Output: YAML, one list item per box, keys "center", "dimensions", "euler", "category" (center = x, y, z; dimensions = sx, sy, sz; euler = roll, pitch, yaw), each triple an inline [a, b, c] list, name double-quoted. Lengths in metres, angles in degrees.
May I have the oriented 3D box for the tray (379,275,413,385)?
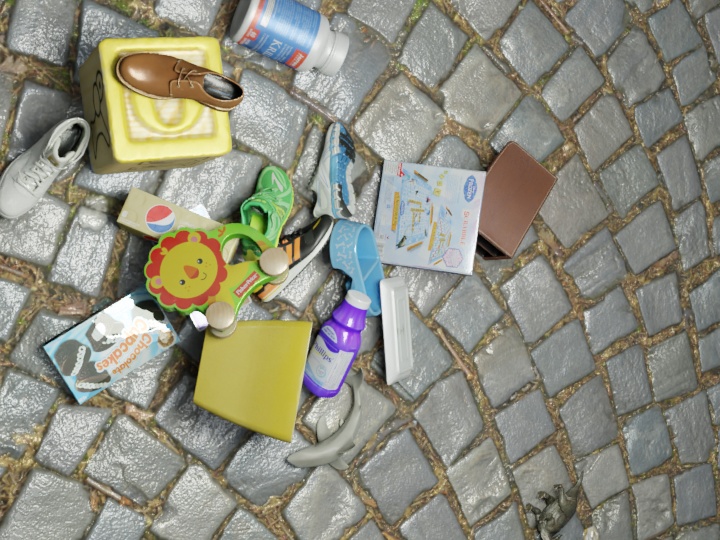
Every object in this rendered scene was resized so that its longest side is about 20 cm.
- center: [0.074, 0.113, 1.813]
  dimensions: [0.107, 0.022, 0.201]
  euler: [-9, 95, -64]
  category: "tray"

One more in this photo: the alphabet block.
- center: [-0.341, -0.267, 1.549]
  dimensions: [0.195, 0.200, 0.196]
  euler: [-10, 95, -25]
  category: "alphabet block"

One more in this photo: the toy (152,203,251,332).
- center: [-0.277, -0.006, 1.664]
  dimensions: [0.115, 0.047, 0.201]
  euler: [-30, 103, -24]
  category: "toy"

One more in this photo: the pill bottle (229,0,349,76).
- center: [-0.125, -0.427, 1.701]
  dimensions: [0.199, 0.112, 0.113]
  euler: [20, 82, -23]
  category: "pill bottle"

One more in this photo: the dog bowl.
- center: [0.000, 0.000, 1.749]
  dimensions: [0.112, 0.049, 0.201]
  euler: [-53, 136, -53]
  category: "dog bowl"

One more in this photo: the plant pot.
- center: [-0.186, 0.174, 1.628]
  dimensions: [0.175, 0.200, 0.201]
  euler: [10, 85, -3]
  category: "plant pot"

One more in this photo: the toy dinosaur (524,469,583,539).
- center: [0.414, 0.509, 1.994]
  dimensions: [0.102, 0.077, 0.200]
  euler: [46, 67, -31]
  category: "toy dinosaur"

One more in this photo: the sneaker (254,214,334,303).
- center: [-0.135, -0.038, 1.698]
  dimensions: [0.090, 0.070, 0.200]
  euler: [41, 95, -14]
  category: "sneaker"

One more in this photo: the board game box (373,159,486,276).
- center: [0.130, -0.100, 1.808]
  dimensions: [0.198, 0.041, 0.201]
  euler: [9, 86, 9]
  category: "board game box"

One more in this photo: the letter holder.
- center: [0.277, -0.143, 1.902]
  dimensions: [0.142, 0.100, 0.201]
  euler: [37, 75, -19]
  category: "letter holder"

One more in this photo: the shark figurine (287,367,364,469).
- center: [-0.026, 0.297, 1.765]
  dimensions: [0.128, 0.089, 0.215]
  euler: [37, 77, -22]
  category: "shark figurine"

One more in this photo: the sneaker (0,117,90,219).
- center: [-0.512, -0.169, 1.515]
  dimensions: [0.074, 0.115, 0.200]
  euler: [40, 75, -22]
  category: "sneaker"

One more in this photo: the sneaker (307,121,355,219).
- center: [-0.061, -0.184, 1.757]
  dimensions: [0.075, 0.086, 0.201]
  euler: [33, 51, -49]
  category: "sneaker"

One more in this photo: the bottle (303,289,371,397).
- center: [-0.041, 0.132, 1.719]
  dimensions: [0.065, 0.084, 0.201]
  euler: [7, 116, -44]
  category: "bottle"

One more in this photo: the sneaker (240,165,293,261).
- center: [-0.166, -0.109, 1.669]
  dimensions: [0.074, 0.084, 0.201]
  euler: [2, 58, 10]
  category: "sneaker"

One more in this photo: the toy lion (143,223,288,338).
- center: [-0.244, -0.002, 1.545]
  dimensions: [0.192, 0.069, 0.200]
  euler: [42, 75, 9]
  category: "toy lion"

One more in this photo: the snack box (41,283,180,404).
- center: [-0.421, 0.123, 1.600]
  dimensions: [0.200, 0.037, 0.117]
  euler: [-34, 104, -22]
  category: "snack box"

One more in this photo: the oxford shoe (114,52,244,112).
- center: [-0.270, -0.293, 1.435]
  dimensions: [0.199, 0.071, 0.072]
  euler: [8, 88, -24]
  category: "oxford shoe"

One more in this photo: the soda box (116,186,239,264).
- center: [-0.307, -0.068, 1.607]
  dimensions: [0.199, 0.064, 0.068]
  euler: [23, 78, -4]
  category: "soda box"
